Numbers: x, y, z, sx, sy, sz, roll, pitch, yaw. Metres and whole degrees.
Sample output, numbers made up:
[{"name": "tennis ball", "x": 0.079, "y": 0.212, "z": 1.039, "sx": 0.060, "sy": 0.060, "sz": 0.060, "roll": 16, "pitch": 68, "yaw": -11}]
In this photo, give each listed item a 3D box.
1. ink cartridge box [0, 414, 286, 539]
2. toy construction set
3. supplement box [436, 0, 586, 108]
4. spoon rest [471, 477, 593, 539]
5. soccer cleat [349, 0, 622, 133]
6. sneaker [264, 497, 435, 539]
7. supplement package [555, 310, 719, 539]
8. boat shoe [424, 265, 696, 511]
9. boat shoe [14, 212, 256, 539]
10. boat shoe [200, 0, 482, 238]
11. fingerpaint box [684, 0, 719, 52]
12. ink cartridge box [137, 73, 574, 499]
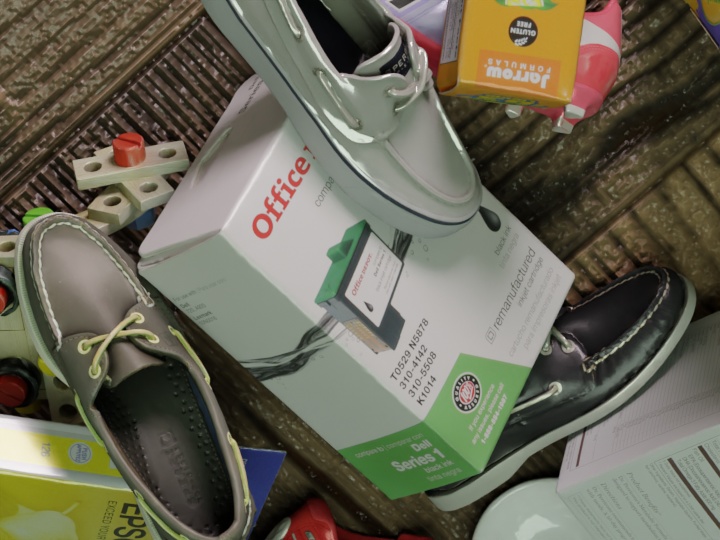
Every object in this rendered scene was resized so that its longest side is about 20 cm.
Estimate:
[{"name": "ink cartridge box", "x": -0.157, "y": 0.144, "z": 1.350, "sx": 0.198, "sy": 0.047, "sz": 0.198, "roll": 11, "pitch": 148, "yaw": -8}, {"name": "toy construction set", "x": -0.140, "y": 0.026, "z": 1.328, "sx": 0.130, "sy": 0.092, "sz": 0.202, "roll": -1, "pitch": 110, "yaw": 7}, {"name": "supplement box", "x": 0.086, "y": -0.186, "z": 1.235, "sx": 0.066, "sy": 0.069, "sz": 0.202, "roll": 6, "pitch": 93, "yaw": -8}, {"name": "spoon rest", "x": 0.122, "y": 0.220, "z": 1.415, "sx": 0.098, "sy": 0.061, "sz": 0.202, "roll": -13, "pitch": 81, "yaw": 10}, {"name": "soccer cleat", "x": 0.045, "y": -0.139, "z": 1.298, "sx": 0.198, "sy": 0.067, "sz": 0.077, "roll": 20, "pitch": 73, "yaw": -5}, {"name": "sneaker", "x": 0.033, "y": 0.202, "z": 1.434, "sx": 0.199, "sy": 0.077, "sz": 0.085, "roll": 31, "pitch": 102, "yaw": -18}, {"name": "supplement package", "x": 0.225, "y": 0.091, "z": 1.344, "sx": 0.199, "sy": 0.114, "sz": 0.110, "roll": -26, "pitch": 116, "yaw": 32}, {"name": "boat shoe", "x": 0.099, "y": 0.057, "z": 1.378, "sx": 0.199, "sy": 0.074, "sz": 0.060, "roll": -37, "pitch": 117, "yaw": 20}, {"name": "boat shoe", "x": -0.114, "y": 0.056, "z": 1.243, "sx": 0.072, "sy": 0.060, "sz": 0.203, "roll": -28, "pitch": 86, "yaw": -15}, {"name": "boat shoe", "x": 0.002, "y": -0.101, "z": 1.229, "sx": 0.066, "sy": 0.072, "sz": 0.200, "roll": -23, "pitch": 111, "yaw": 49}, {"name": "fingerpaint box", "x": 0.244, "y": -0.163, "z": 1.222, "sx": 0.165, "sy": 0.200, "sz": 0.074, "roll": 5, "pitch": 112, "yaw": -7}, {"name": "ink cartridge box", "x": 0.000, "y": 0.000, "z": 1.294, "sx": 0.200, "sy": 0.147, "sz": 0.084, "roll": 43, "pitch": 145, "yaw": -21}]
